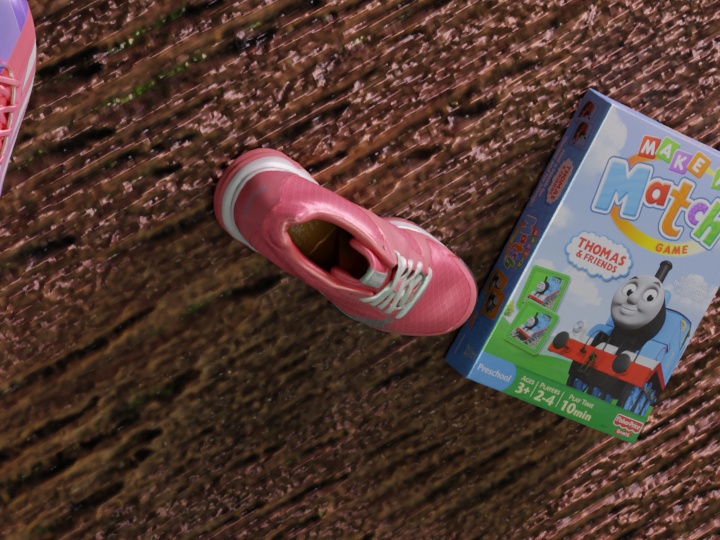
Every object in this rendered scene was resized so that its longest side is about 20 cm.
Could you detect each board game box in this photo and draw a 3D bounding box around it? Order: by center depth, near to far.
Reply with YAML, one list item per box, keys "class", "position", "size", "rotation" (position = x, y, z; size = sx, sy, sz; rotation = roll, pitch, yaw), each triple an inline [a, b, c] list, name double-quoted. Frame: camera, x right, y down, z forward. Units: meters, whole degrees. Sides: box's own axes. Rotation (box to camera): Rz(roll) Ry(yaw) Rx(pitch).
- class: "board game box"
  position: [0.164, 0.000, 1.812]
  size: [0.151, 0.037, 0.201]
  rotation: [22, 100, -32]

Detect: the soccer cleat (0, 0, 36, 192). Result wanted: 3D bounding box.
- class: "soccer cleat"
  position: [-0.220, -0.065, 1.563]
  size: [0.066, 0.076, 0.201]
  rotation: [10, 107, -30]

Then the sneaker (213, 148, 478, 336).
- class: "sneaker"
  position: [0.000, 0.000, 1.698]
  size: [0.200, 0.087, 0.074]
  rotation: [27, 99, -33]
